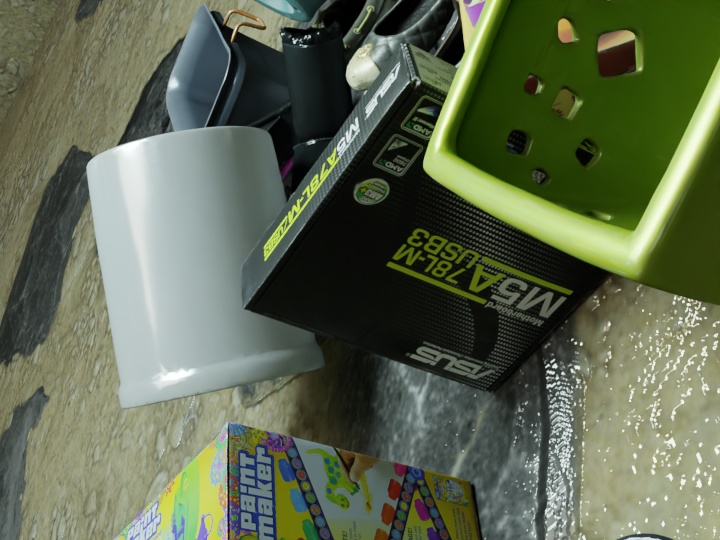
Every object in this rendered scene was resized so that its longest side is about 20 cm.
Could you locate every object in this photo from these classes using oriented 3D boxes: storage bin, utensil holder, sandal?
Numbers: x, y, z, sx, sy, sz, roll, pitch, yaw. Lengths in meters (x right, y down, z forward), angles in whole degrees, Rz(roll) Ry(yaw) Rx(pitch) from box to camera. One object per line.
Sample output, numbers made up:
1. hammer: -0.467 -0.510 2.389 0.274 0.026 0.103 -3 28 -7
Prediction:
1. storage bin: -0.115 -0.194 1.137 0.146 0.134 0.200 -63 29 22
2. utensil holder: -0.131 -0.001 0.872 0.170 0.169 0.201 -19 82 56
3. sandal: -0.091 -0.115 1.042 0.200 0.075 0.048 -41 25 -1

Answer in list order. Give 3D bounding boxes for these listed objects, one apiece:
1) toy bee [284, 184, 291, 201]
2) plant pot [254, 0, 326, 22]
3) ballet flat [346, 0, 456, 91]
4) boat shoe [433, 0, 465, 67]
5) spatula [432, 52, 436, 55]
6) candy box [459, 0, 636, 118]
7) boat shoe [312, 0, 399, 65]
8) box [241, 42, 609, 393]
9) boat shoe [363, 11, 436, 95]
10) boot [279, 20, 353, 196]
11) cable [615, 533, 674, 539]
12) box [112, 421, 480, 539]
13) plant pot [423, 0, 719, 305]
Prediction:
1. toy bee: -0.108 0.014 1.031 0.200 0.108 0.132 -91 -15 -66
2. plant pot: -0.061 -0.360 1.046 0.189 0.200 0.200 -60 28 -1
3. ballet flat: 0.055 -0.229 0.853 0.200 0.057 0.067 -48 40 8
4. boat shoe: 0.108 -0.200 0.808 0.201 0.073 0.074 -65 29 12
5. spatula: 0.095 -0.206 0.877 0.020 0.056 0.201 26 89 28
6. candy box: 0.126 -0.177 0.687 0.116 0.057 0.201 -17 44 17
7. boat shoe: -0.012 -0.246 1.067 0.201 0.060 0.073 -14 61 58
8. box: 0.056 -0.020 0.655 0.193 0.199 0.048 -51 32 30
9. boat shoe: 0.027 -0.137 0.916 0.065 0.073 0.201 -34 44 43
10. boot: -0.033 -0.130 0.927 0.198 0.073 0.163 -98 4 -72
11. cable: 0.130 0.234 0.522 0.163 0.051 0.201 9 81 62
12. box: -0.051 0.218 0.708 0.200 0.192 0.123 -46 36 39
13. plant pot: 0.175 -0.087 0.502 0.201 0.181 0.199 -66 29 8
